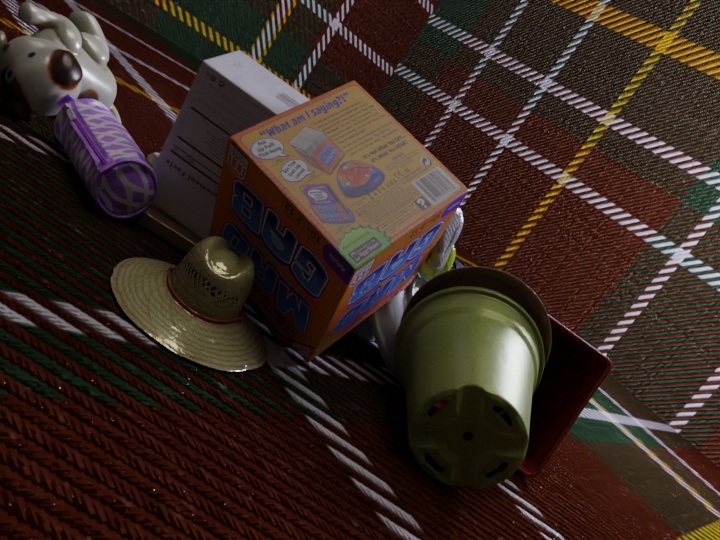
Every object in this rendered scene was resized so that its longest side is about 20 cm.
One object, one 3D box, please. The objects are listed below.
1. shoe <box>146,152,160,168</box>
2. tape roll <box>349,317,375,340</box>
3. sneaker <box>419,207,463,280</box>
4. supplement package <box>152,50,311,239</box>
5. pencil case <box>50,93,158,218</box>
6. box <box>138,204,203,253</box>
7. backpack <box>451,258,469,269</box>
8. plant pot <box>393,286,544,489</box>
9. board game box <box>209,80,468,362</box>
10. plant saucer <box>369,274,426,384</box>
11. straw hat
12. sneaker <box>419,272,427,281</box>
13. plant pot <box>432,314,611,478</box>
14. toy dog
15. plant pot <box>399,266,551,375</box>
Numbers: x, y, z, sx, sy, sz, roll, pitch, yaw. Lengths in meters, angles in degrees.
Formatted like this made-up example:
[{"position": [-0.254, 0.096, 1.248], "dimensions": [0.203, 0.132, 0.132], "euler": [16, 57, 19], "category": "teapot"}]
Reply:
[{"position": [-0.261, -0.143, 1.029], "dimensions": [0.199, 0.054, 0.070], "euler": [33, 4, 34], "category": "shoe"}, {"position": [-0.034, 0.035, 1.077], "dimensions": [0.202, 0.037, 0.203], "euler": [36, 12, -9], "category": "tape roll"}, {"position": [0.080, -0.048, 0.929], "dimensions": [0.104, 0.076, 0.201], "euler": [31, -19, 14], "category": "sneaker"}, {"position": [-0.172, -0.158, 0.867], "dimensions": [0.119, 0.201, 0.122], "euler": [34, 27, -3], "category": "supplement package"}, {"position": [-0.321, -0.147, 0.835], "dimensions": [0.200, 0.083, 0.086], "euler": [44, -20, 37], "category": "pencil case"}, {"position": [-0.195, -0.035, 0.920], "dimensions": [0.199, 0.021, 0.164], "euler": [34, 12, -12], "category": "box"}, {"position": [0.157, 0.055, 1.258], "dimensions": [0.175, 0.154, 0.201], "euler": [35, 22, -12], "category": "backpack"}, {"position": [0.127, 0.149, 0.799], "dimensions": [0.199, 0.201, 0.185], "euler": [35, 24, -5], "category": "plant pot"}, {"position": [-0.035, -0.060, 0.802], "dimensions": [0.200, 0.201, 0.199], "euler": [46, 53, 14], "category": "board game box"}, {"position": [0.077, 0.067, 0.975], "dimensions": [0.200, 0.050, 0.203], "euler": [44, 39, -49], "category": "plant saucer"}, {"position": [-0.154, 0.013, 0.702], "dimensions": [0.200, 0.086, 0.201], "euler": [34, 12, -8], "category": "straw hat"}, {"position": [0.086, -0.017, 1.151], "dimensions": [0.198, 0.081, 0.129], "euler": [19, 19, 40], "category": "sneaker"}, {"position": [0.218, 0.151, 1.017], "dimensions": [0.199, 0.201, 0.176], "euler": [35, 2, -2], "category": "plant pot"}, {"position": [-0.430, -0.267, 0.934], "dimensions": [0.200, 0.138, 0.196], "euler": [-100, 166, -74], "category": "toy dog"}, {"position": [0.150, 0.085, 0.884], "dimensions": [0.199, 0.201, 0.028], "euler": [35, 22, -5], "category": "plant pot"}]
